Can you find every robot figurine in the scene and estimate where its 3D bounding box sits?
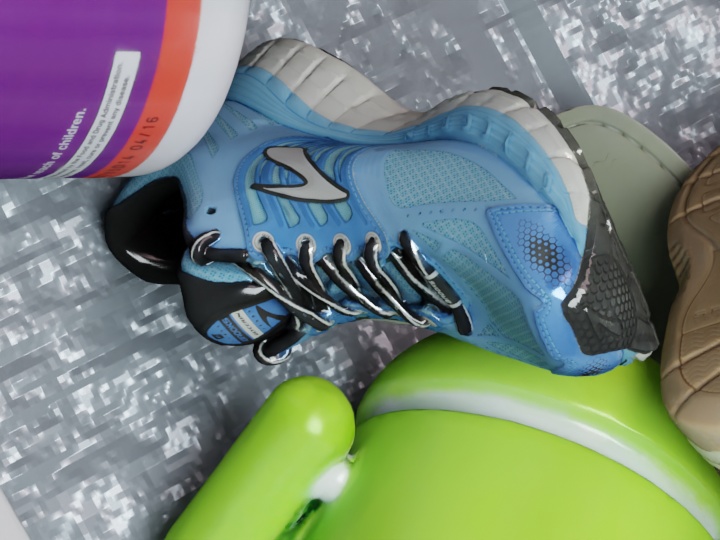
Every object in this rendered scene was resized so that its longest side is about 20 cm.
[{"bbox_3d":[0.036,0.099,0.751,0.175,0.116,0.200,30,61,-15],"label":"robot figurine"}]

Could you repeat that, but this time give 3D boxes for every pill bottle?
[{"bbox_3d":[-0.136,-0.079,0.705,0.200,0.112,0.113,-3,76,-32],"label":"pill bottle"}]

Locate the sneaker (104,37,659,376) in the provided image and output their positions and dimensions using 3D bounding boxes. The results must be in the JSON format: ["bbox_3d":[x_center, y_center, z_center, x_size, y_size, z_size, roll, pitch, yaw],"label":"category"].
[{"bbox_3d":[0.000,0.000,0.730,0.090,0.200,0.078,-37,118,-22],"label":"sneaker"}]

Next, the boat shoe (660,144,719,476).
[{"bbox_3d":[0.128,0.012,0.776,0.200,0.072,0.065,-67,139,-60],"label":"boat shoe"}]

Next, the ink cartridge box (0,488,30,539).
[{"bbox_3d":[-0.187,0.085,0.639,0.200,0.086,0.147,-31,92,-33],"label":"ink cartridge box"}]

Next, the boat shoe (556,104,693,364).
[{"bbox_3d":[0.108,0.043,0.849,0.201,0.072,0.061,64,12,15],"label":"boat shoe"}]
